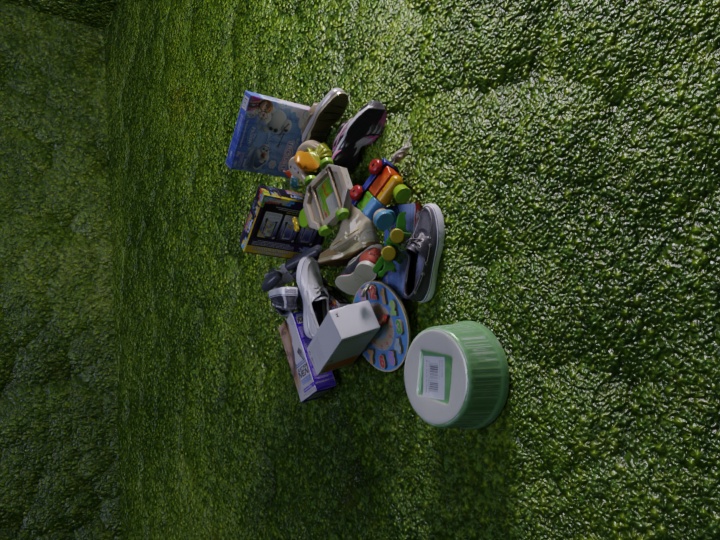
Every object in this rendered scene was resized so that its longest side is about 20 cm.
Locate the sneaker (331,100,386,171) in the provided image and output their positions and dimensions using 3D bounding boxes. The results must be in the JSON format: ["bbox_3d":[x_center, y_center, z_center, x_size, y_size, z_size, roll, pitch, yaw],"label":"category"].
[{"bbox_3d":[-0.017,-0.331,1.514,0.200,0.079,0.087,-44,42,35],"label":"sneaker"}]

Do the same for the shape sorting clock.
[{"bbox_3d":[0.040,0.123,1.405,0.199,0.039,0.204,11,104,53],"label":"shape sorting clock"}]

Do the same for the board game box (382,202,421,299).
[{"bbox_3d":[0.088,-0.040,1.387,0.102,0.019,0.204,0,87,52],"label":"board game box"}]

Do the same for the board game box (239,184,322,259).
[{"bbox_3d":[-0.187,-0.115,1.615,0.167,0.197,0.057,-63,37,26],"label":"board game box"}]

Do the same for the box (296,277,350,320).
[{"bbox_3d":[-0.103,0.084,1.621,0.200,0.034,0.112,40,118,47],"label":"box"}]

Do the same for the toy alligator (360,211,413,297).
[{"bbox_3d":[0.065,-0.024,1.342,0.059,0.054,0.203,-89,24,-86],"label":"toy alligator"}]

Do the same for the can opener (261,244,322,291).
[{"bbox_3d":[-0.171,0.004,1.629,0.198,0.054,0.067,-26,26,30],"label":"can opener"}]

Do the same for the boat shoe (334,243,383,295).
[{"bbox_3d":[0.000,0.000,1.463,0.063,0.070,0.200,-66,11,-28],"label":"boat shoe"}]

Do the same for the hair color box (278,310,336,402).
[{"bbox_3d":[-0.135,0.213,1.595,0.109,0.064,0.203,-44,59,53],"label":"hair color box"}]

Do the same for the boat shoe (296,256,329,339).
[{"bbox_3d":[-0.104,0.064,1.546,0.065,0.073,0.204,-12,88,48],"label":"boat shoe"}]

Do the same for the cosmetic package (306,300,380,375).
[{"bbox_3d":[-0.041,0.152,1.420,0.072,0.100,0.201,64,151,22],"label":"cosmetic package"}]

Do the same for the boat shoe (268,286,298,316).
[{"bbox_3d":[-0.193,0.083,1.624,0.200,0.070,0.069,161,111,-72],"label":"boat shoe"}]

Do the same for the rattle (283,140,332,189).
[{"bbox_3d":[-0.166,-0.248,1.638,0.198,0.143,0.132,-5,123,39],"label":"rattle"}]

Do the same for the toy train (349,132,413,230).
[{"bbox_3d":[0.073,-0.189,1.363,0.201,0.084,0.116,-52,43,15],"label":"toy train"}]

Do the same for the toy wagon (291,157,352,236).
[{"bbox_3d":[-0.092,-0.160,1.507,0.200,0.039,0.157,-40,57,38],"label":"toy wagon"}]

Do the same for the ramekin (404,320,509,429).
[{"bbox_3d":[0.170,0.195,1.188,0.198,0.096,0.204,-7,82,53],"label":"ramekin"}]

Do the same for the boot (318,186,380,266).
[{"bbox_3d":[-0.035,-0.101,1.514,0.199,0.072,0.159,-22,70,49],"label":"boot"}]

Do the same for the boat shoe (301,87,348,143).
[{"bbox_3d":[-0.102,-0.396,1.632,0.200,0.074,0.069,-48,57,41],"label":"boat shoe"}]

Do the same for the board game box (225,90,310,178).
[{"bbox_3d":[-0.242,-0.358,1.715,0.043,0.196,0.203,44,121,43],"label":"board game box"}]

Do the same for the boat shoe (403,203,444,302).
[{"bbox_3d":[0.120,-0.037,1.304,0.069,0.065,0.204,16,99,52],"label":"boat shoe"}]
